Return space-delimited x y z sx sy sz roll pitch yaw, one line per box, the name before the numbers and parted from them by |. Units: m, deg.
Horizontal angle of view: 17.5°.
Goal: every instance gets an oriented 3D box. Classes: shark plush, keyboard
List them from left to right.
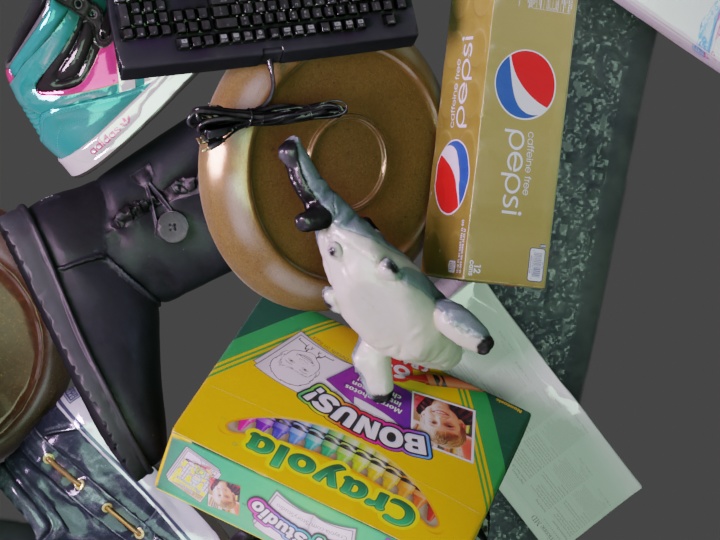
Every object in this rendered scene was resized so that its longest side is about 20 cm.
keyboard | -0.057 -0.144 1.461 0.199 0.021 0.128 -9 85 -20
shark plush | 0.000 0.000 1.495 0.091 0.083 0.200 -38 115 26

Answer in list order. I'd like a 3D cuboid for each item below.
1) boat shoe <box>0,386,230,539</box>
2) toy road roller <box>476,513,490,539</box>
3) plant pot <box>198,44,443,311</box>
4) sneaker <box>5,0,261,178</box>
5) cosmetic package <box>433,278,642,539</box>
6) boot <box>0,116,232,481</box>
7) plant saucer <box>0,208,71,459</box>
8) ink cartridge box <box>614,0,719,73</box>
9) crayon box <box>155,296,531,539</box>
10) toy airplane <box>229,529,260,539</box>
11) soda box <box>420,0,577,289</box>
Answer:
boat shoe | -0.157 0.177 1.587 0.091 0.071 0.200 -43 101 -1
toy road roller | -0.002 0.215 1.604 0.145 0.123 0.201 23 100 0
plant pot | -0.014 -0.071 1.521 0.199 0.027 0.201 -7 103 -34
sneaker | -0.152 -0.170 1.488 0.200 0.084 0.121 -46 108 -5
cosmetic package | 0.103 0.096 1.619 0.082 0.051 0.200 -38 108 0
boot | -0.122 0.014 1.518 0.168 0.076 0.201 -26 90 -10
plant saucer | -0.286 0.048 1.547 0.199 0.034 0.201 -2 105 -9
ink cartridge box | 0.221 -0.187 1.511 0.200 0.145 0.085 30 98 -17
crayon box | -0.008 0.116 1.510 0.199 0.173 0.058 25 125 5
toy airplane | -0.074 0.282 1.502 0.198 0.201 0.141 -21 145 13
soda box | 0.091 -0.091 1.528 0.064 0.068 0.201 7 90 -24
